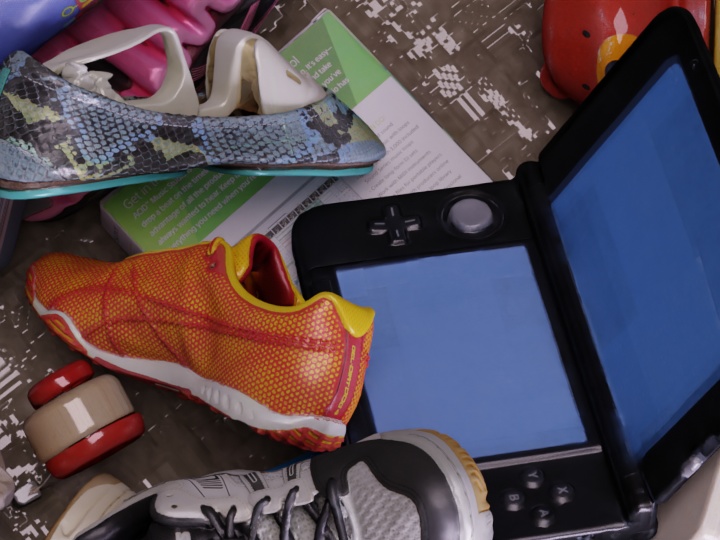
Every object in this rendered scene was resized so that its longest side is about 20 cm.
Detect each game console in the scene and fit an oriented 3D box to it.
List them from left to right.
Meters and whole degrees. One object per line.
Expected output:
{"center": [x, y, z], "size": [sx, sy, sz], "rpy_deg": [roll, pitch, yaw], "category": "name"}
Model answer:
{"center": [0.070, 0.004, 1.091], "size": [0.174, 0.117, 0.201], "rpy_deg": [-7, 46, -8], "category": "game console"}

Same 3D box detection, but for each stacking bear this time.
{"center": [0.180, -0.107, 1.215], "size": [0.198, 0.122, 0.114], "rpy_deg": [3, 37, 6], "category": "stacking bear"}

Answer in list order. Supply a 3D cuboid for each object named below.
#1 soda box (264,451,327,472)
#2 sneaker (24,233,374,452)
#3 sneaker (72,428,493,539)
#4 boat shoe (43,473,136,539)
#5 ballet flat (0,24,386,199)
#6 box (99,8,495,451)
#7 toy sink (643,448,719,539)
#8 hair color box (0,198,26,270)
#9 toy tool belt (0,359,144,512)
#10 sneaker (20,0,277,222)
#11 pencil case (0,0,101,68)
{"center": [0.047, 0.142, 1.097], "size": [0.199, 0.064, 0.068], "rpy_deg": [22, 110, 25], "category": "soda box"}
{"center": [-0.066, 0.019, 1.130], "size": [0.199, 0.073, 0.078], "rpy_deg": [17, 87, 41], "category": "sneaker"}
{"center": [-0.035, 0.110, 1.027], "size": [0.087, 0.199, 0.076], "rpy_deg": [-8, 83, -42], "category": "sneaker"}
{"center": [-0.131, 0.182, 1.111], "size": [0.069, 0.074, 0.201], "rpy_deg": [27, 71, 9], "category": "boat shoe"}
{"center": [-0.068, -0.069, 1.122], "size": [0.199, 0.074, 0.075], "rpy_deg": [-7, 71, -40], "category": "ballet flat"}
{"center": [0.000, 0.000, 1.201], "size": [0.144, 0.036, 0.200], "rpy_deg": [-41, 82, -16], "category": "box"}
{"center": [0.182, 0.051, 1.141], "size": [0.111, 0.130, 0.201], "rpy_deg": [26, 70, -18], "category": "toy sink"}
{"center": [-0.249, -0.050, 1.140], "size": [0.198, 0.099, 0.061], "rpy_deg": [17, 102, 7], "category": "hair color box"}
{"center": [-0.203, 0.060, 1.117], "size": [0.199, 0.125, 0.124], "rpy_deg": [-28, 86, -14], "category": "toy tool belt"}
{"center": [-0.088, -0.098, 1.201], "size": [0.079, 0.095, 0.200], "rpy_deg": [44, 98, 20], "category": "sneaker"}
{"center": [-0.134, -0.144, 1.111], "size": [0.200, 0.078, 0.087], "rpy_deg": [-39, 81, -8], "category": "pencil case"}
